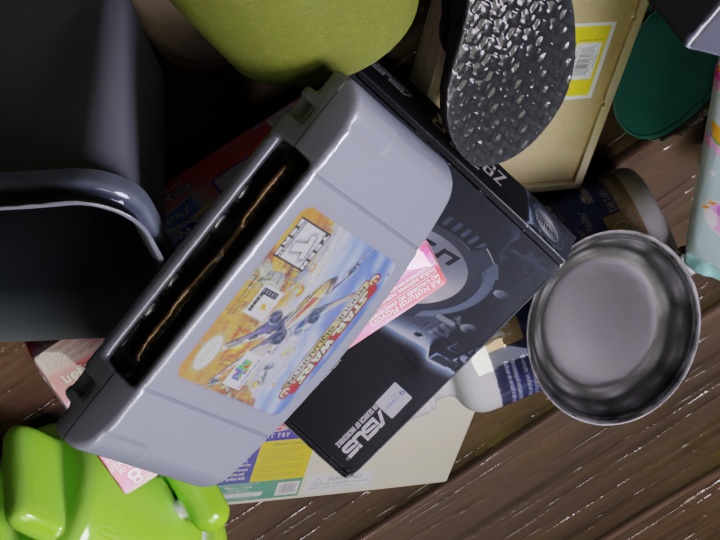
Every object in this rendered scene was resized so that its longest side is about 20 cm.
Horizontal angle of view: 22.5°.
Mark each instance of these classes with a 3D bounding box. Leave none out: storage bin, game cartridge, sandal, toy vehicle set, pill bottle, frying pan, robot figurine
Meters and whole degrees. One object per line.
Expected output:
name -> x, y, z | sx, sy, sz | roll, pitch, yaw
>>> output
storage bin -> -0.182, -0.057, 0.833 | 0.198, 0.135, 0.146 | -4, 152, 9
game cartridge -> -0.041, 0.012, 0.833 | 0.200, 0.041, 0.133 | -52, 148, 4
sandal -> 0.073, -0.151, 0.950 | 0.075, 0.048, 0.202 | -10, 123, -14
toy vehicle set -> 0.094, -0.124, 1.039 | 0.123, 0.027, 0.201 | -5, 137, -21
pill bottle -> 0.098, 0.021, 1.136 | 0.198, 0.111, 0.111 | -22, 140, -2
frying pan -> 0.166, 0.000, 1.065 | 0.115, 0.031, 0.191 | 33, 86, -21
robot figurine -> -0.167, 0.172, 1.165 | 0.175, 0.116, 0.200 | -33, 137, 24

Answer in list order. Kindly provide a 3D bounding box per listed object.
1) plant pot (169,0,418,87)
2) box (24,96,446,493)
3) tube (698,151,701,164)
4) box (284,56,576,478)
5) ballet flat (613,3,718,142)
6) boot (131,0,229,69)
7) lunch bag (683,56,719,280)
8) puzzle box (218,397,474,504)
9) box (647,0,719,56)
plant pot -> -0.041, -0.184, 0.764 | 0.186, 0.188, 0.201 | -22, 133, -1
box -> -0.071, 0.008, 0.933 | 0.199, 0.103, 0.095 | -33, 117, -7
tube -> 0.266, -0.135, 1.096 | 0.058, 0.052, 0.201 | -47, 162, -52
box -> 0.000, 0.000, 1.046 | 0.160, 0.044, 0.200 | 43, 116, -3
ballet flat -> 0.203, -0.156, 1.031 | 0.064, 0.075, 0.201 | -39, 159, -38
boot -> -0.100, -0.169, 0.866 | 0.198, 0.071, 0.147 | -18, 138, -7
lunch bag -> 0.272, -0.098, 1.003 | 0.200, 0.121, 0.171 | -48, 153, -32
puzzle box -> -0.016, 0.103, 1.238 | 0.198, 0.026, 0.134 | -3, 136, -23
box -> 0.177, -0.196, 0.831 | 0.199, 0.199, 0.123 | 3, 134, -49
